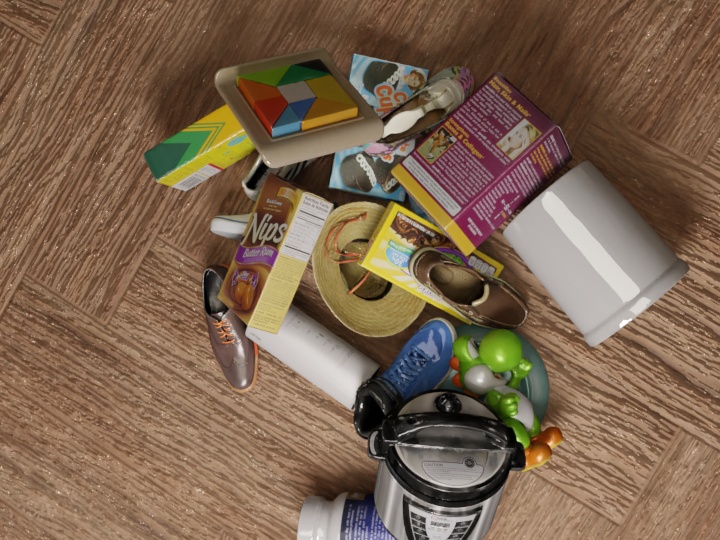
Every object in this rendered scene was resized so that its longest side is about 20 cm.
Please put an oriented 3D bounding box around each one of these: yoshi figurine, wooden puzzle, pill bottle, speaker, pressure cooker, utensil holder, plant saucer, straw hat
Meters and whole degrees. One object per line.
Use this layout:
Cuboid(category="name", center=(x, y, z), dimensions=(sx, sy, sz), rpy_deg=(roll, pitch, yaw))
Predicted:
Cuboid(category="yoshi figurine", center=(0.210, 0.164, 1.200), dimensions=(0.112, 0.112, 0.201), rpy_deg=(-32, 85, -17))
Cuboid(category="wooden puzzle", center=(-0.087, -0.239, 1.218), dimensions=(0.184, 0.037, 0.200), rpy_deg=(-18, 55, -21))
Cuboid(category="pill bottle", center=(0.015, 0.382, 1.254), dimensions=(0.199, 0.116, 0.117), rpy_deg=(3, 89, 9))
Cuboid(category="speaker", center=(-0.070, 0.120, 1.294), dimensions=(0.199, 0.081, 0.081), rpy_deg=(34, 94, 9))
Cuboid(category="pressure cooker", center=(0.106, 0.256, 1.149), dimensions=(0.175, 0.201, 0.178), rpy_deg=(-28, 53, -33))
Cuboid(category="utensil holder", center=(0.316, -0.024, 1.192), dimensions=(0.170, 0.170, 0.200), rpy_deg=(-41, 80, 6))
Cuboid(category="plant saucer", center=(0.177, 0.176, 1.274), dimensions=(0.199, 0.036, 0.201), rpy_deg=(0, 89, 9))
Cuboid(category="straw hat", center=(0.000, 0.000, 1.279), dimensions=(0.200, 0.085, 0.202), rpy_deg=(4, 81, -28))

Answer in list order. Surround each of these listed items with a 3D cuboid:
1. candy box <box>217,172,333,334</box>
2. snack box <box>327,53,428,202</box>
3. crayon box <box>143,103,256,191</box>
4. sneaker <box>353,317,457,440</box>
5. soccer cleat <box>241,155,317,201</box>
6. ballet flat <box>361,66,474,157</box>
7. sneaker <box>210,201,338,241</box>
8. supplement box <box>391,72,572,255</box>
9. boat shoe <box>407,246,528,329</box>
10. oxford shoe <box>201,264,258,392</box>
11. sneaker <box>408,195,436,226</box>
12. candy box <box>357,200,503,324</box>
Cuboid(category="candy box", center=(-0.124, -0.026, 1.226), dimensions=(0.117, 0.056, 0.201), rpy_deg=(31, 98, 53))
Cuboid(category="snack box", center=(0.026, -0.210, 1.297), dimensions=(0.115, 0.037, 0.201), rpy_deg=(10, 90, -6))
Cuboid(category="crayon box", center=(-0.211, -0.194, 1.305), dimensions=(0.199, 0.127, 0.051), rpy_deg=(-29, 85, 6))
Cuboid(category="sneaker", center=(0.060, 0.157, 1.230), dimensions=(0.077, 0.111, 0.200), rpy_deg=(39, 105, 22))
Cuboid(category="soccer cleat", center=(-0.102, -0.182, 1.306), dimensions=(0.200, 0.085, 0.069), rpy_deg=(-45, 82, 6))
Cuboid(category="ballet flat", center=(0.089, -0.229, 1.250), dimensions=(0.199, 0.071, 0.069), rpy_deg=(-33, 98, -7))
Cuboid(category="sneaker", center=(-0.127, -0.078, 1.322), dimensions=(0.199, 0.073, 0.071), rpy_deg=(3, 80, 1))
Cuboid(category="supplement box", center=(0.164, -0.143, 1.177), dimensions=(0.200, 0.103, 0.131), rpy_deg=(-42, 58, 5))
Cuboid(category="boat shoe", center=(0.160, 0.036, 1.223), dimensions=(0.201, 0.075, 0.075), rpy_deg=(24, 94, -20))
Cuboid(category="oxford shoe", center=(-0.207, 0.089, 1.322), dimensions=(0.071, 0.073, 0.201), rpy_deg=(-17, 86, 9))
Cuboid(category="sneaker", center=(0.155, -0.139, 1.267), dimensions=(0.199, 0.078, 0.090), rpy_deg=(-31, 80, 7))
Cuboid(category="candy box", center=(0.103, -0.009, 1.251), dimensions=(0.199, 0.026, 0.103), rpy_deg=(28, 96, -21))
